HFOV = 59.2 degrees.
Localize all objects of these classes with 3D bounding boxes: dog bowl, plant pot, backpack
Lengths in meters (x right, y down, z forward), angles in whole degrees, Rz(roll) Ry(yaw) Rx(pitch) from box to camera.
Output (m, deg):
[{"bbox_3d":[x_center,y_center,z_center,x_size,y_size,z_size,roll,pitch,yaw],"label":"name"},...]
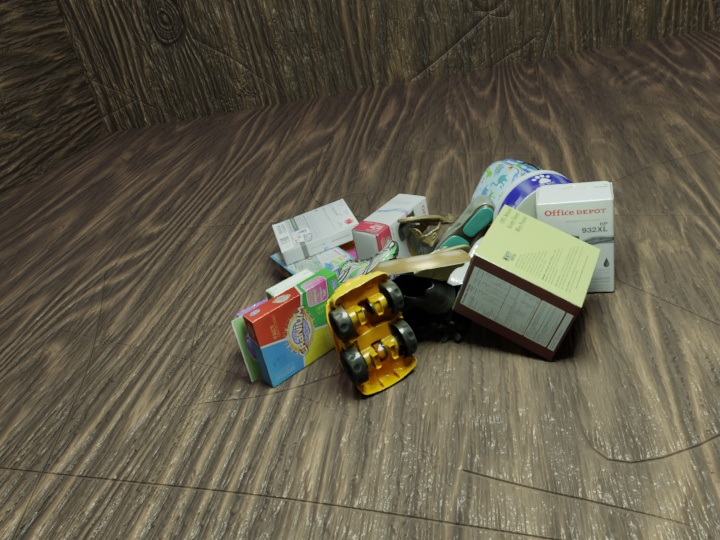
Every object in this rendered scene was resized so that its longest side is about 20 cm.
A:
[{"bbox_3d":[0.388,-0.105,1.352,0.196,0.203,0.079,-15,30,-4],"label":"dog bowl"},{"bbox_3d":[0.112,-0.015,1.186,0.196,0.028,0.200,-10,1,0],"label":"plant pot"},{"bbox_3d":[0.353,-0.172,1.492,0.145,0.185,0.200,22,14,-21],"label":"backpack"}]

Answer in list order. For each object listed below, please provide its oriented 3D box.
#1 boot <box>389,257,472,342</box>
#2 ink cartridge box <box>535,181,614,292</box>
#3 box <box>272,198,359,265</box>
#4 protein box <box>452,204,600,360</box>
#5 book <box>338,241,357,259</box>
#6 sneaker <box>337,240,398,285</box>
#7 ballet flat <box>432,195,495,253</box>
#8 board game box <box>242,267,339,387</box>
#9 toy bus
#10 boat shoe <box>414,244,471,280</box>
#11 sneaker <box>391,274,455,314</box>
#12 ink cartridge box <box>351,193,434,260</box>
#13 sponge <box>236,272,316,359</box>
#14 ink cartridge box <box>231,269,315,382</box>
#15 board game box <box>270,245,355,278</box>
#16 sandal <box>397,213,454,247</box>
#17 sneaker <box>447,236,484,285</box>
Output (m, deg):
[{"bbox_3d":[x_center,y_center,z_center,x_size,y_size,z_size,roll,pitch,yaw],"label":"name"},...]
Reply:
[{"bbox_3d":[0.139,0.052,1.270,0.159,0.074,0.201,-10,49,20],"label":"boot"},{"bbox_3d":[0.426,-0.062,1.257,0.142,0.203,0.084,-2,29,19],"label":"ink cartridge box"},{"bbox_3d":[-0.111,-0.099,1.568,0.197,0.042,0.156,-22,33,-6],"label":"box"},{"bbox_3d":[0.304,0.016,1.162,0.197,0.137,0.199,27,41,13],"label":"protein box"},{"bbox_3d":[-0.032,-0.036,1.577,0.199,0.049,0.133,-33,35,-29],"label":"book"},{"bbox_3d":[0.000,0.000,1.361,0.199,0.086,0.078,-39,-10,7],"label":"sneaker"},{"bbox_3d":[0.233,-0.090,1.446,0.200,0.067,0.064,-48,26,28],"label":"ballet flat"},{"bbox_3d":[-0.118,0.109,1.233,0.198,0.155,0.040,-31,33,-29],"label":"board game box"},{"bbox_3d":[-0.004,0.095,1.173,0.134,0.203,0.191,-25,23,-18],"label":"toy bus"},{"bbox_3d":[0.159,-0.007,1.415,0.198,0.074,0.063,-30,32,-12],"label":"boat shoe"},{"bbox_3d":[0.077,0.041,1.195,0.197,0.090,0.077,-12,62,34],"label":"sneaker"},{"bbox_3d":[0.079,-0.071,1.479,0.085,0.150,0.199,12,38,40],"label":"ink cartridge box"},{"bbox_3d":[-0.154,0.098,1.312,0.198,0.113,0.030,-28,30,-26],"label":"sponge"},{"bbox_3d":[-0.160,0.107,1.260,0.198,0.148,0.048,-28,30,-26],"label":"ink cartridge box"},{"bbox_3d":[-0.115,-0.020,1.523,0.133,0.035,0.199,-31,35,-20],"label":"board game box"},{"bbox_3d":[0.160,-0.088,1.442,0.076,0.071,0.210,-7,2,35],"label":"sandal"},{"bbox_3d":[0.265,0.003,1.367,0.087,0.076,0.200,20,46,27],"label":"sneaker"}]
